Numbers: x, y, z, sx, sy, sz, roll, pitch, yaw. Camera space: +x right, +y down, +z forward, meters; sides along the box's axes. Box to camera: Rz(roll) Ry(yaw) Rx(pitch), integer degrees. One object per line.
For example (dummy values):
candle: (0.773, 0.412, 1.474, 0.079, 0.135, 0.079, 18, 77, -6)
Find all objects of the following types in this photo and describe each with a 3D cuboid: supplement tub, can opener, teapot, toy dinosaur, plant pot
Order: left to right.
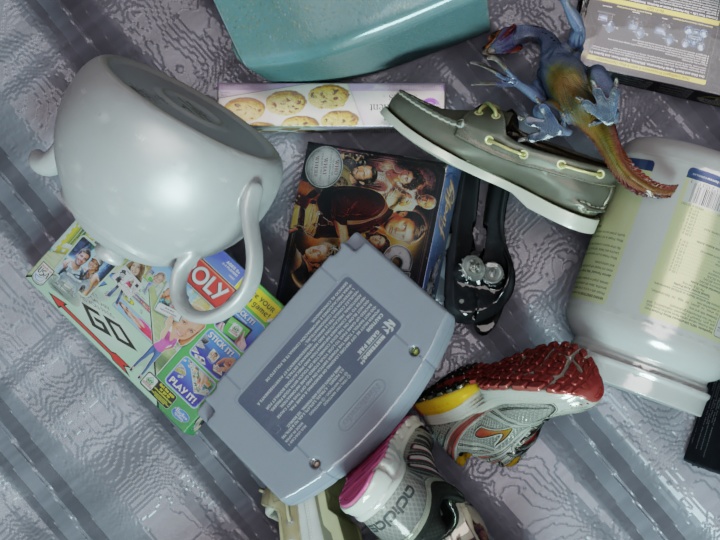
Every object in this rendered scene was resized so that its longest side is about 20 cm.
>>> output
teapot: (-0.165, -0.066, 1.106, 0.197, 0.200, 0.147, 28, 102, -13)
plant pot: (-0.024, -0.254, 1.139, 0.199, 0.196, 0.197, -25, 88, 7)
can opener: (0.101, -0.047, 1.186, 0.063, 0.079, 0.201, 5, 77, -8)
toy dinosaur: (0.157, -0.147, 1.137, 0.105, 0.182, 0.200, -30, 105, 14)
supplement tub: (0.254, 0.005, 1.143, 0.144, 0.145, 0.201, 20, 88, 1)

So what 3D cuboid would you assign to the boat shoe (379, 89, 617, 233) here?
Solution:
boat shoe: (0.113, -0.101, 1.133, 0.201, 0.072, 0.061, 28, 106, 6)

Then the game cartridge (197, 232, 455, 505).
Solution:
game cartridge: (-0.023, 0.083, 1.116, 0.200, 0.041, 0.133, -48, 61, -1)

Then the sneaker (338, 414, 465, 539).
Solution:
sneaker: (0.039, 0.178, 1.113, 0.087, 0.200, 0.074, 45, 99, 1)

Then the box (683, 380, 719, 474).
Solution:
box: (0.348, 0.108, 1.112, 0.104, 0.200, 0.149, 19, 88, 1)

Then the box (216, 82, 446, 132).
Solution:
box: (-0.025, -0.141, 1.203, 0.199, 0.039, 0.042, 1, 88, 1)

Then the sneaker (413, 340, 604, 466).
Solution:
sneaker: (0.129, 0.113, 1.134, 0.078, 0.200, 0.082, -32, 96, -34)

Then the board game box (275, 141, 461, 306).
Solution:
board game box: (0.000, 0.000, 1.175, 0.135, 0.035, 0.201, 10, 88, 25)

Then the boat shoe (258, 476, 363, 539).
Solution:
boat shoe: (-0.049, 0.184, 1.148, 0.068, 0.075, 0.201, -24, 54, 12)

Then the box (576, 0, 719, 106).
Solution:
box: (0.290, -0.232, 1.200, 0.199, 0.049, 0.162, 12, 87, 2)

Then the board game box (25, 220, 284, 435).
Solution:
board game box: (-0.171, 0.022, 1.184, 0.200, 0.029, 0.135, 41, 89, 14)

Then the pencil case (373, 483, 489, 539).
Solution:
pencil case: (0.021, 0.265, 1.166, 0.200, 0.089, 0.078, -36, 58, 2)
